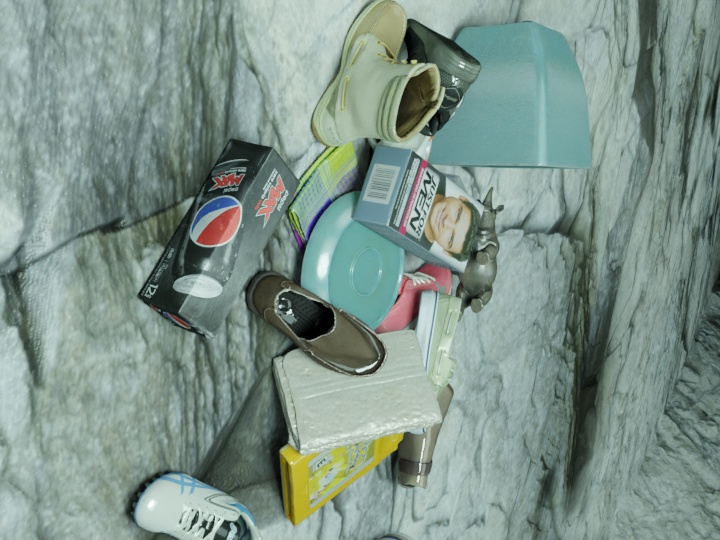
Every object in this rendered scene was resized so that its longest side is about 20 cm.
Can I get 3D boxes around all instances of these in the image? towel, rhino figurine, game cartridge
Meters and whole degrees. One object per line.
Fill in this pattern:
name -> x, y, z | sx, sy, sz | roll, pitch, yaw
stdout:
towel -> -0.026, -0.059, 1.104 | 0.144, 0.023, 0.201 | -53, 142, -29
towel -> -0.004, 0.150, 1.075 | 0.198, 0.133, 0.035 | -8, 153, -18
rhino figurine -> 0.174, -0.027, 1.261 | 0.087, 0.059, 0.202 | -41, 141, -61
game cartridge -> -0.018, 0.237, 1.143 | 0.199, 0.032, 0.177 | -30, 146, -25

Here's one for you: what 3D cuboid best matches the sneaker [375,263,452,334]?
sneaker -> 0.074, 0.034, 1.248 | 0.200, 0.073, 0.087 | -44, 136, -38

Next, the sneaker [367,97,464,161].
sneaker -> 0.075, -0.224, 1.144 | 0.092, 0.075, 0.201 | 44, 66, -50

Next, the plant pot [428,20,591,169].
plant pot -> 0.219, -0.251, 1.250 | 0.196, 0.194, 0.202 | -8, 102, -55

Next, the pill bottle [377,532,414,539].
pill bottle -> 0.015, 0.493, 1.320 | 0.199, 0.110, 0.112 | -14, 115, -53

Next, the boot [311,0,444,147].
boot -> 0.038, -0.233, 0.998 | 0.072, 0.154, 0.201 | 35, 74, -37

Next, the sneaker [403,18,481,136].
sneaker -> 0.078, -0.245, 1.082 | 0.076, 0.200, 0.115 | 19, 115, -26

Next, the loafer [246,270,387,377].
loafer -> -0.045, 0.074, 1.011 | 0.199, 0.071, 0.073 | 31, 87, -25

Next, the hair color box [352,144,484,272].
hair color box -> 0.080, -0.076, 1.116 | 0.200, 0.060, 0.100 | 27, 79, -52

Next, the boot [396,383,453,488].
boot -> 0.097, 0.261, 1.329 | 0.200, 0.070, 0.147 | 96, 5, -68

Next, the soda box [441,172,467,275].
soda box -> 0.139, -0.066, 1.310 | 0.064, 0.068, 0.200 | -61, 145, -20

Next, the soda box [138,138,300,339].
soda box -> -0.144, -0.035, 0.896 | 0.201, 0.063, 0.071 | -63, 146, -17

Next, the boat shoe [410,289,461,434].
boat shoe -> 0.102, 0.128, 1.191 | 0.072, 0.061, 0.202 | 26, 70, -84

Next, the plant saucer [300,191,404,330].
plant saucer -> 0.000, 0.000, 1.106 | 0.199, 0.027, 0.202 | -19, 115, -48

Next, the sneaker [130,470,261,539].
sneaker -> -0.179, 0.279, 0.970 | 0.200, 0.072, 0.072 | 42, 70, -53
